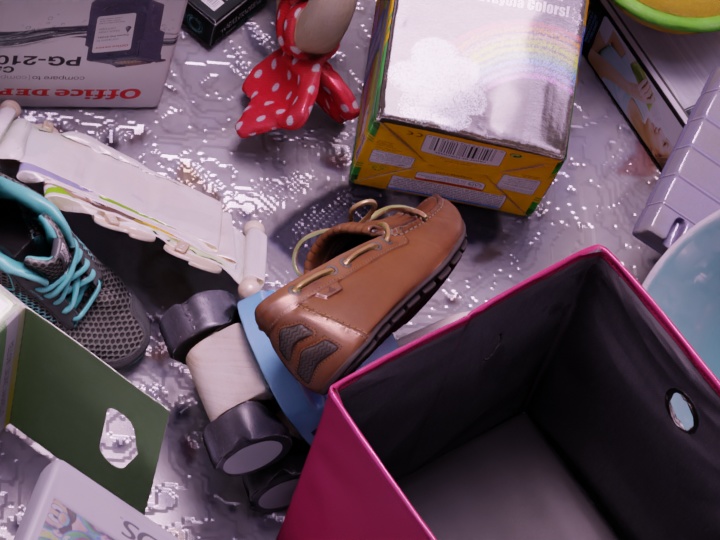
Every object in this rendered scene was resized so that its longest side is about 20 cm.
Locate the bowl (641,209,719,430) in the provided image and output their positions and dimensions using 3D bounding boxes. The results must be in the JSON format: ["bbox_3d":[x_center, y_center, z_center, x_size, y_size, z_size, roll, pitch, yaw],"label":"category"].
[{"bbox_3d":[0.261,0.064,1.692,0.200,0.105,0.202,-10,67,26],"label":"bowl"}]

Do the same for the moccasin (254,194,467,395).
[{"bbox_3d":[-0.001,0.001,1.601,0.078,0.074,0.201,43,37,4],"label":"moccasin"}]

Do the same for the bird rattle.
[{"bbox_3d":[-0.035,-0.187,1.781,0.112,0.163,0.201,11,65,-11],"label":"bird rattle"}]

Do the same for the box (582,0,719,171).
[{"bbox_3d":[0.227,-0.133,1.880,0.116,0.060,0.201,-21,66,-23],"label":"box"}]

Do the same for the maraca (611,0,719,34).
[{"bbox_3d":[0.211,-0.233,1.838,0.136,0.107,0.201,16,57,-2],"label":"maraca"}]

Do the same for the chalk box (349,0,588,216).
[{"bbox_3d":[0.073,-0.154,1.795,0.124,0.124,0.201,11,72,-5],"label":"chalk box"}]

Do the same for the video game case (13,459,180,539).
[{"bbox_3d":[-0.123,0.224,1.542,0.182,0.024,0.201,36,43,-18],"label":"video game case"}]

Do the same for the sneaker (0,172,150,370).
[{"bbox_3d":[-0.188,-0.001,1.648,0.200,0.091,0.078,38,72,-32],"label":"sneaker"}]

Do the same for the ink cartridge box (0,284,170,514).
[{"bbox_3d":[-0.204,0.064,1.613,0.200,0.146,0.048,38,60,11],"label":"ink cartridge box"}]

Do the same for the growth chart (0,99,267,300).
[{"bbox_3d":[-0.141,-0.044,1.719,0.199,0.018,0.145,26,17,0],"label":"growth chart"}]

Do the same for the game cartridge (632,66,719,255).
[{"bbox_3d":[0.277,-0.025,1.794,0.199,0.038,0.130,33,68,-14],"label":"game cartridge"}]

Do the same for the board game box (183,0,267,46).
[{"bbox_3d":[-0.124,-0.250,1.892,0.200,0.028,0.135,41,59,14],"label":"board game box"}]

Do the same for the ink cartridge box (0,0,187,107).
[{"bbox_3d":[-0.179,-0.183,1.739,0.144,0.200,0.085,0,62,-13],"label":"ink cartridge box"}]

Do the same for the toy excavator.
[{"bbox_3d":[0.009,0.056,1.683,0.199,0.195,0.100,-26,64,6],"label":"toy excavator"}]

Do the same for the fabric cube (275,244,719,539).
[{"bbox_3d":[0.094,0.145,1.599,0.199,0.200,0.197,-27,67,-25],"label":"fabric cube"}]
